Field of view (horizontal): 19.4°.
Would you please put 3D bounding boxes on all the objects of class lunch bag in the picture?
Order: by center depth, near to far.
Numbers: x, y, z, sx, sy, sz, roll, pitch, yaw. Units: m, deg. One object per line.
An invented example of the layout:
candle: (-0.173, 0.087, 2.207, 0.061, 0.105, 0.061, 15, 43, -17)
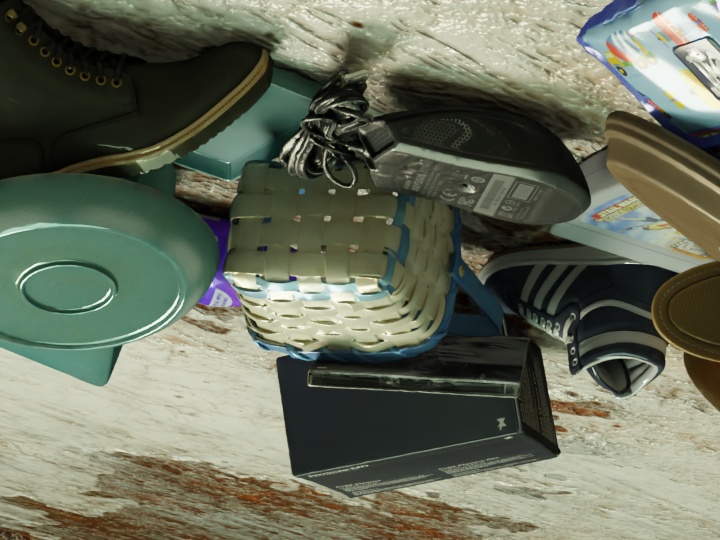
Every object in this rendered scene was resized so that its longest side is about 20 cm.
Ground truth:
lunch bag: (0.224, -0.114, 1.121, 0.199, 0.095, 0.150, 30, 161, -21)

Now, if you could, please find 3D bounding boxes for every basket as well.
basket: (0.000, 0.000, 1.489, 0.175, 0.140, 0.200, 2, 155, 18)

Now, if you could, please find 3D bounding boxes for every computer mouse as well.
computer mouse: (0.056, -0.082, 1.347, 0.198, 0.053, 0.139, 15, 159, -9)

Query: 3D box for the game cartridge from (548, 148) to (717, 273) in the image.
game cartridge: (0.213, -0.046, 1.404, 0.132, 0.042, 0.200, 12, 164, -20)

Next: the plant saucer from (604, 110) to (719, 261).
plant saucer: (0.220, -0.025, 1.223, 0.199, 0.030, 0.200, 35, 180, 0)

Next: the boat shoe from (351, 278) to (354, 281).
boat shoe: (-0.011, 0.039, 1.759, 0.072, 0.062, 0.200, 18, 161, -18)

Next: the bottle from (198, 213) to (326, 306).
bottle: (-0.125, -0.009, 1.667, 0.198, 0.066, 0.084, 13, 162, -9)

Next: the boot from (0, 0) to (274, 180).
boot: (-0.168, -0.128, 1.308, 0.199, 0.078, 0.139, -25, 113, 12)

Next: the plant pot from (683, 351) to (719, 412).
plant pot: (0.344, 0.094, 1.613, 0.198, 0.028, 0.200, 19, -155, -9)

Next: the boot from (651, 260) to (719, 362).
boot: (0.272, 0.036, 1.511, 0.198, 0.074, 0.155, -1, 174, -20)

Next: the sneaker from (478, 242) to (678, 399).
sneaker: (0.157, 0.040, 1.584, 0.070, 0.109, 0.199, 24, 158, -38)

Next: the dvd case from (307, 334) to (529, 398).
dvd case: (0.047, 0.065, 1.538, 0.147, 0.016, 0.200, 3, -173, 6)

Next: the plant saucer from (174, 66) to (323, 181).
plant saucer: (-0.077, -0.099, 1.431, 0.069, 0.019, 0.200, 18, 163, -24)

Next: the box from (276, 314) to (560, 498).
box: (0.052, 0.117, 1.786, 0.198, 0.105, 0.182, -12, 167, 12)

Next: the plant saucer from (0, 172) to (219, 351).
plant saucer: (-0.190, 0.003, 1.373, 0.198, 0.028, 0.201, -3, 149, -2)

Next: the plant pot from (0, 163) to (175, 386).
plant pot: (-0.209, -0.035, 1.487, 0.140, 0.142, 0.200, 22, 155, -5)
